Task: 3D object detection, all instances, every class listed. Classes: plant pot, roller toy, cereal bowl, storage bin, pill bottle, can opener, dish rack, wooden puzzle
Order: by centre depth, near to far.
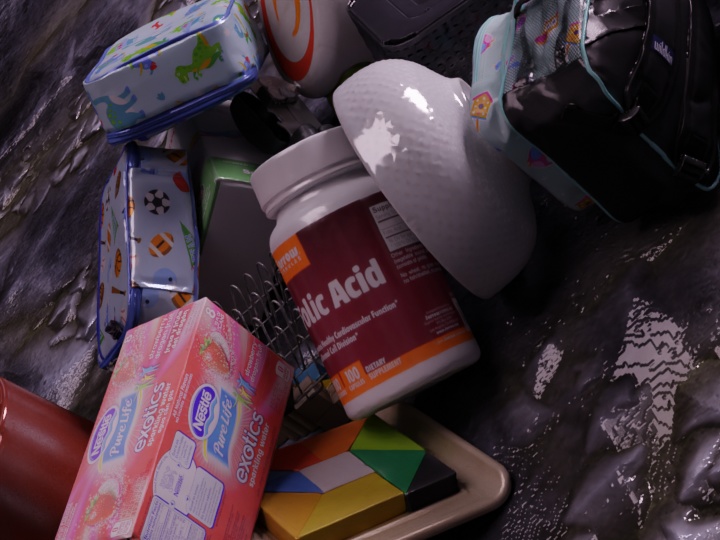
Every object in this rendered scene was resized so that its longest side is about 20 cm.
[{"bbox_3d":[-0.017,0.158,1.125,0.198,0.038,0.185,-24,24,-21],"label":"wooden puzzle"},{"bbox_3d":[0.070,-0.081,1.171,0.083,0.200,0.201,-36,35,13],"label":"cereal bowl"},{"bbox_3d":[0.000,0.000,1.174,0.114,0.114,0.202,-31,82,32],"label":"pill bottle"},{"bbox_3d":[-0.057,0.036,1.294,0.152,0.055,0.200,19,50,42],"label":"dish rack"},{"bbox_3d":[0.104,-0.229,1.325,0.199,0.094,0.135,-35,33,-1],"label":"storage bin"},{"bbox_3d":[-0.287,0.203,1.380,0.200,0.195,0.202,-34,36,29],"label":"plant pot"},{"bbox_3d":[-0.043,-0.105,1.417,0.200,0.052,0.067,49,125,27],"label":"can opener"},{"bbox_3d":[-0.008,-0.264,1.461,0.183,0.138,0.202,-128,33,-48],"label":"roller toy"}]

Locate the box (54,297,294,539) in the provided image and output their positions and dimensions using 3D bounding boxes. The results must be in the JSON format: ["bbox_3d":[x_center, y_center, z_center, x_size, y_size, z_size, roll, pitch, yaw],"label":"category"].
[{"bbox_3d":[-0.131,0.135,1.102,0.094,0.102,0.202,-21,41,37],"label":"box"}]

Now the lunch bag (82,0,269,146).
[{"bbox_3d":[-0.171,-0.189,1.433,0.159,0.083,0.200,-23,17,6],"label":"lunch bag"}]

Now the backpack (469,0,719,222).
[{"bbox_3d":[0.174,-0.154,1.127,0.152,0.175,0.202,-17,51,45],"label":"backpack"}]

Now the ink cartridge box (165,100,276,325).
[{"bbox_3d":[-0.137,-0.062,1.492,0.200,0.086,0.147,-122,43,-56],"label":"ink cartridge box"}]

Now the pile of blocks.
[{"bbox_3d":[-0.080,0.107,1.324,0.199,0.062,0.083,-23,43,40],"label":"pile of blocks"}]

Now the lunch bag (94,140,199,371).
[{"bbox_3d":[-0.202,-0.005,1.427,0.160,0.075,0.203,140,134,-61],"label":"lunch bag"}]
